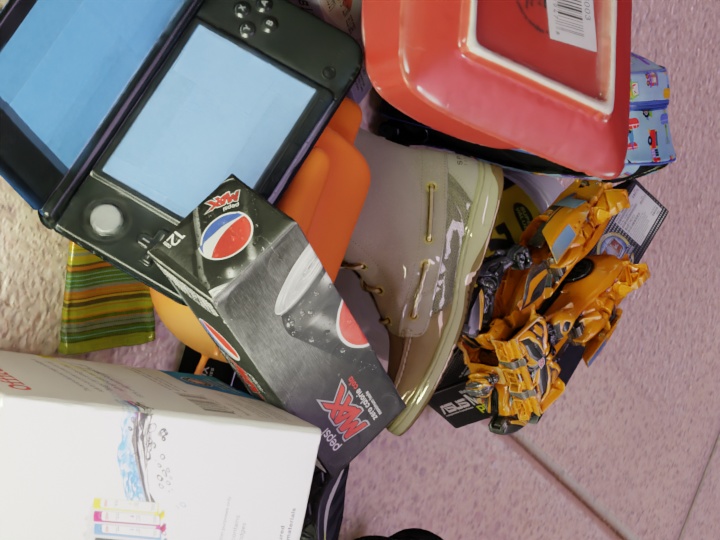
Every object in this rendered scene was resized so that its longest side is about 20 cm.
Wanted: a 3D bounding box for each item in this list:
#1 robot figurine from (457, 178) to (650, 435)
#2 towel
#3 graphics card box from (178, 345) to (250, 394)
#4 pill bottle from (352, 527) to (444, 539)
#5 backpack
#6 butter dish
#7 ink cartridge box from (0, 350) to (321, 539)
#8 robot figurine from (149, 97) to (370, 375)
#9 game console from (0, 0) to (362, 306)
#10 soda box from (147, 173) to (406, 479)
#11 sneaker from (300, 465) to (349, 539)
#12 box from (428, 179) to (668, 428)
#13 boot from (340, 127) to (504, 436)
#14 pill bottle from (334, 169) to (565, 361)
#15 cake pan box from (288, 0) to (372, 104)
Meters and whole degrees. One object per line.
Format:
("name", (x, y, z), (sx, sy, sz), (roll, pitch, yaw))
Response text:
("robot figurine", (0.139, 0.027, 1.546), (0.200, 0.058, 0.145), (-50, 132, -37))
("towel", (-0.148, -0.047, 1.312), (0.086, 0.018, 0.201), (-13, 115, -57))
("graphics card box", (-0.087, 0.119, 1.458), (0.125, 0.051, 0.201), (14, 93, -59))
("pill bottle", (-0.004, 0.269, 1.605), (0.200, 0.111, 0.112), (-23, 123, -53))
("backpack", (0.138, -0.138, 1.559), (0.182, 0.199, 0.135), (-7, 110, -57))
("butter dish", (0.066, -0.158, 1.325), (0.199, 0.148, 0.201), (19, 66, -37))
("ink cartridge box", (-0.153, 0.132, 1.191), (0.199, 0.147, 0.145), (10, 95, -30))
("robot figurine", (-0.064, -0.025, 1.337), (0.117, 0.143, 0.201), (45, 58, -48))
("game console", (-0.114, -0.111, 1.223), (0.200, 0.170, 0.118), (-58, 171, -16))
("soda box", (-0.044, 0.036, 1.234), (0.071, 0.063, 0.200), (-44, 141, -11))
("sneaker", (-0.044, 0.148, 1.450), (0.083, 0.071, 0.201), (-46, 147, -77))
("box", (0.149, 0.028, 1.705), (0.044, 0.160, 0.200), (41, 62, -14))
("boot", (0.000, 0.000, 1.447), (0.072, 0.154, 0.201), (179, -71, -80))
("pill bottle", (0.076, -0.012, 1.601), (0.200, 0.114, 0.115), (-29, 128, -51))
("cake pan box", (-0.001, -0.240, 1.363), (0.184, 0.052, 0.200), (-57, 146, -32))
